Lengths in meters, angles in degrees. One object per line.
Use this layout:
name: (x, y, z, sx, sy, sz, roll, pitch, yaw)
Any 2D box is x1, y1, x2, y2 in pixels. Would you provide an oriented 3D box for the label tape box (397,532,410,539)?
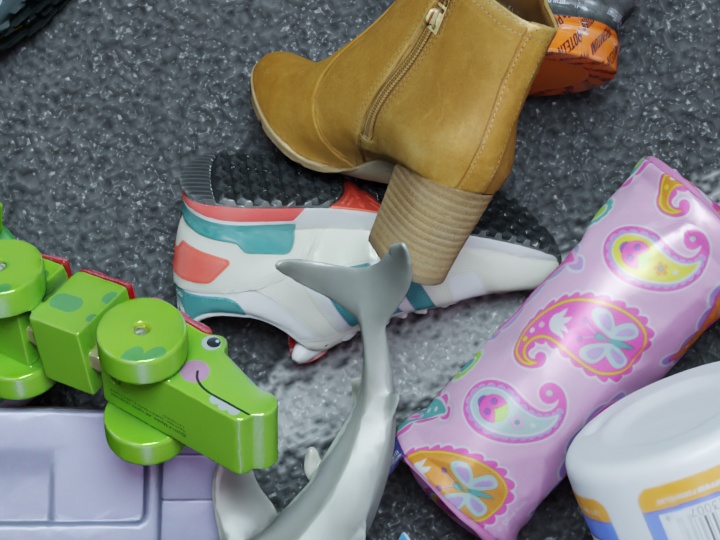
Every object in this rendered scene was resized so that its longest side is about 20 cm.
label tape box: (0.076, 0.225, 0.806, 0.066, 0.144, 0.200, -18, 56, -40)

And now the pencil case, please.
pencil case: (0.101, 0.040, 0.853, 0.087, 0.087, 0.200, 43, 96, 3)

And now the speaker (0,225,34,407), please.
speaker: (-0.228, 0.068, 0.851, 0.200, 0.088, 0.089, -41, 86, -6)

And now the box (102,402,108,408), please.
box: (-0.128, 0.188, 0.858, 0.159, 0.046, 0.200, 42, 83, 2)

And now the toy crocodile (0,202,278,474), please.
toy crocodile: (-0.115, 0.028, 0.768, 0.199, 0.068, 0.062, 23, 48, 26)

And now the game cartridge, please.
game cartridge: (-0.159, 0.127, 0.806, 0.198, 0.038, 0.131, 1, 87, -10)

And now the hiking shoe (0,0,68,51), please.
hiking shoe: (-0.202, -0.145, 0.883, 0.087, 0.074, 0.200, 40, 83, 2)

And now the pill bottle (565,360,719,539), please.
pill bottle: (0.177, 0.151, 0.788, 0.111, 0.112, 0.202, -25, 100, -5)

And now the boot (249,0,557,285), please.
boot: (0.021, -0.102, 0.820, 0.070, 0.201, 0.145, 7, 118, -32)

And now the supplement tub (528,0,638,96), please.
supplement tub: (0.081, -0.196, 0.877, 0.121, 0.123, 0.202, 2, 82, -2)

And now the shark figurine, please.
shark figurine: (-0.010, 0.102, 0.786, 0.128, 0.089, 0.216, 33, 83, -32)

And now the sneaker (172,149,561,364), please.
sneaker: (0.000, 0.000, 0.886, 0.198, 0.071, 0.094, 6, 118, -17)
